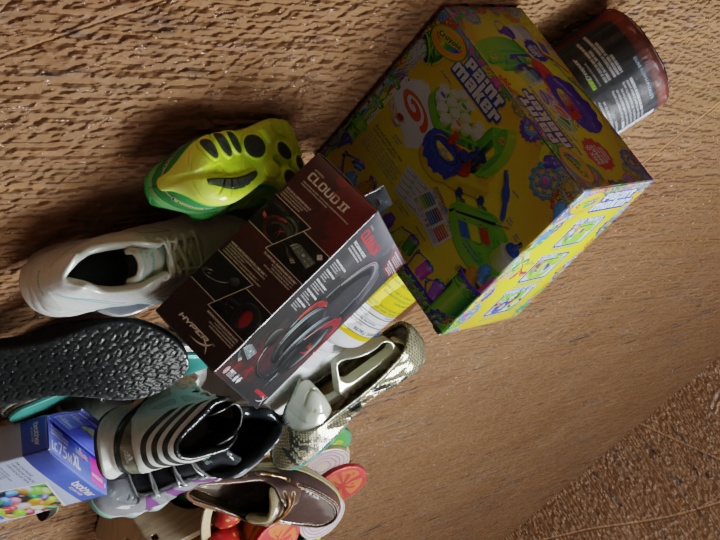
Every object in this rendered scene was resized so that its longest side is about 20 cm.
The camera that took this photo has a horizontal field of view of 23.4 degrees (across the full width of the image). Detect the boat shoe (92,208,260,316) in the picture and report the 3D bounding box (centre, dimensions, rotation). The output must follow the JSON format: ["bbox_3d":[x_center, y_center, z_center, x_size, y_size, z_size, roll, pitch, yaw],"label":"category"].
[{"bbox_3d":[-0.148,-0.013,1.458,0.199,0.074,0.065,-16,-176,-29],"label":"boat shoe"}]

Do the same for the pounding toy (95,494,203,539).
[{"bbox_3d":[-0.201,0.290,1.964,0.184,0.142,0.200,-25,159,-27],"label":"pounding toy"}]

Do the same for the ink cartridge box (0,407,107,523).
[{"bbox_3d":[-0.311,0.181,1.537,0.199,0.042,0.119,-18,149,10],"label":"ink cartridge box"}]

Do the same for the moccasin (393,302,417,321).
[{"bbox_3d":[0.108,-0.010,1.865,0.201,0.078,0.074,-37,161,6],"label":"moccasin"}]

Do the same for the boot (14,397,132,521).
[{"bbox_3d":[-0.259,0.157,1.661,0.138,0.078,0.200,-30,162,-29],"label":"boot"}]

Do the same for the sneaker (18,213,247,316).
[{"bbox_3d":[-0.163,-0.003,1.367,0.200,0.071,0.080,-14,-178,-30],"label":"sneaker"}]

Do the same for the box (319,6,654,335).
[{"bbox_3d":[0.103,-0.087,1.481,0.122,0.200,0.193,-10,150,-51],"label":"box"}]

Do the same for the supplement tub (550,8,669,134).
[{"bbox_3d":[0.178,-0.150,1.608,0.200,0.107,0.107,-32,161,-6],"label":"supplement tub"}]

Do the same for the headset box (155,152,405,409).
[{"bbox_3d":[-0.052,0.004,1.398,0.200,0.075,0.149,-44,162,-5],"label":"headset box"}]

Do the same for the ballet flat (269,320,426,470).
[{"bbox_3d":[-0.021,0.118,1.761,0.200,0.068,0.075,-38,140,-10],"label":"ballet flat"}]

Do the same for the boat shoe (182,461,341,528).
[{"bbox_3d":[-0.101,0.233,1.761,0.200,0.072,0.072,25,112,-32],"label":"boat shoe"}]

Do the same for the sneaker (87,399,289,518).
[{"bbox_3d":[-0.160,0.172,1.628,0.199,0.078,0.140,-27,-179,-16],"label":"sneaker"}]

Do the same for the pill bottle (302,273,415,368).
[{"bbox_3d":[0.000,0.000,1.654,0.200,0.113,0.112,-40,161,16],"label":"pill bottle"}]

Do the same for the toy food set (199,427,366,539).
[{"bbox_3d":[-0.083,0.246,1.875,0.198,0.049,0.201,13,111,-47],"label":"toy food set"}]

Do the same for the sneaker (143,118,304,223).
[{"bbox_3d":[-0.104,-0.080,1.380,0.083,0.074,0.200,-12,177,26],"label":"sneaker"}]

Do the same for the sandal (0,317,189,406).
[{"bbox_3d":[-0.242,0.068,1.434,0.199,0.048,0.076,-4,122,-3],"label":"sandal"}]

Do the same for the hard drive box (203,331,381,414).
[{"bbox_3d":[-0.086,0.103,1.812,0.156,0.077,0.200,-44,160,23],"label":"hard drive box"}]

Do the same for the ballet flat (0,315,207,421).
[{"bbox_3d":[-0.222,0.072,1.506,0.200,0.072,0.072,-15,155,-20],"label":"ballet flat"}]

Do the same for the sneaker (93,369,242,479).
[{"bbox_3d":[-0.149,0.129,1.557,0.115,0.076,0.201,-3,-159,17],"label":"sneaker"}]
